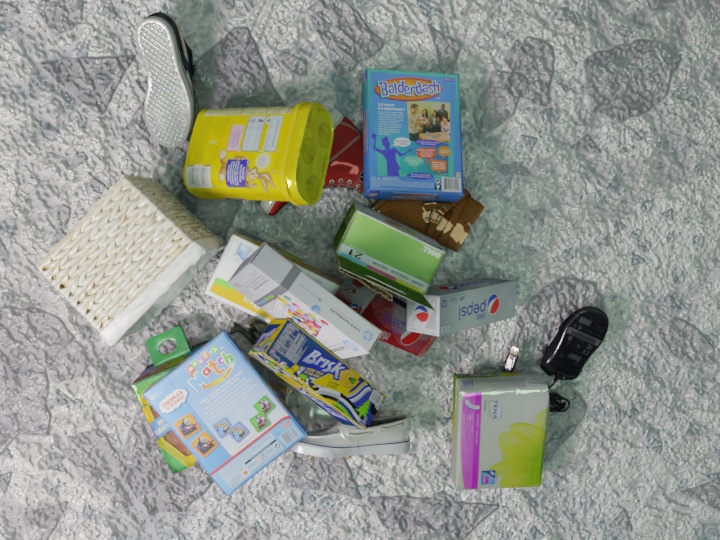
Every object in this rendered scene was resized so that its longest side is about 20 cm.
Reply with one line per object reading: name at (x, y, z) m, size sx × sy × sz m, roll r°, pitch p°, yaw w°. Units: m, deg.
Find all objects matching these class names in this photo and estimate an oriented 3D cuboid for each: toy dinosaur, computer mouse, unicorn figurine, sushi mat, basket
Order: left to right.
basket at (-0.335, -0.020, 1.113) m, size 0.161 × 0.198 × 0.200 m, roll 44°, pitch 93°, yaw -4°
toy dinosaur at (-0.155, 0.103, 1.179) m, size 0.088 × 0.200 × 0.048 m, roll 14°, pitch 74°, yaw 28°
unicorn figurine at (-0.061, 0.242, 1.235) m, size 0.200 × 0.074 × 0.138 m, roll 0°, pitch 97°, yaw -21°
sushi mat at (0.000, 0.000, 1.136) m, size 0.096 × 0.200 × 0.012 m, roll 32°, pitch 96°, yaw -9°
computer mouse at (0.320, 0.135, 1.259) m, size 0.140 × 0.046 × 0.200 m, roll 18°, pitch 107°, yaw -10°

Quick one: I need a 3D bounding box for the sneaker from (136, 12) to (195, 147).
sneaker at (-0.291, -0.294, 1.144) m, size 0.078 × 0.079 × 0.200 m, roll 3°, pitch 122°, yaw 1°

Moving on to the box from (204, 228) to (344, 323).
box at (-0.129, 0.025, 1.174) m, size 0.200 × 0.112 × 0.101 m, roll 26°, pitch 95°, yaw -8°

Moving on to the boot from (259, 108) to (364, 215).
boot at (-0.052, -0.136, 1.182) m, size 0.144 × 0.072 × 0.200 m, roll 42°, pitch 89°, yaw -10°

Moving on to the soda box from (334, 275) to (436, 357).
soda box at (0.042, 0.073, 1.160) m, size 0.200 × 0.070 × 0.063 m, roll 30°, pitch 95°, yaw -49°

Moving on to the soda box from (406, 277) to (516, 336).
soda box at (0.161, 0.054, 1.168) m, size 0.200 × 0.068 × 0.064 m, roll -9°, pitch 101°, yaw -44°

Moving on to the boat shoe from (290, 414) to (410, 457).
boat shoe at (-0.013, 0.256, 1.179) m, size 0.200 × 0.072 × 0.066 m, roll 3°, pitch 91°, yaw -16°

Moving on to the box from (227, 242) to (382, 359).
box at (-0.083, 0.050, 1.047) m, size 0.200 × 0.156 × 0.041 m, roll 37°, pitch 69°, yaw -11°

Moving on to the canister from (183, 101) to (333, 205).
canister at (-0.154, -0.174, 1.108) m, size 0.200 × 0.087 × 0.149 m, roll 4°, pitch 75°, yaw 25°

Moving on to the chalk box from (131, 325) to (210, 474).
chalk box at (-0.273, 0.191, 1.179) m, size 0.125 × 0.124 × 0.200 m, roll -24°, pitch 99°, yaw -2°

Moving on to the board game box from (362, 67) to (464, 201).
board game box at (0.080, -0.210, 1.157) m, size 0.152 × 0.045 × 0.200 m, roll 2°, pitch 79°, yaw -9°

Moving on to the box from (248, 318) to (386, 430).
box at (-0.062, 0.155, 1.100) m, size 0.200 × 0.070 × 0.064 m, roll 41°, pitch 68°, yaw -19°

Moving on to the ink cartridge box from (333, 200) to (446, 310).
ink cartridge box at (0.045, -0.024, 1.064) m, size 0.148 × 0.200 × 0.076 m, roll 25°, pitch 99°, yaw -9°

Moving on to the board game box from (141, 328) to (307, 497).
board game box at (-0.200, 0.211, 1.109) m, size 0.151 × 0.037 × 0.200 m, roll -37°, pitch 99°, yaw -2°

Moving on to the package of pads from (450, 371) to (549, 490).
package of pads at (0.232, 0.267, 1.238) m, size 0.154 × 0.068 × 0.200 m, roll -2°, pitch 110°, yaw -3°

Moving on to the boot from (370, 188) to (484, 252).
boot at (0.091, -0.073, 1.193) m, size 0.155 × 0.074 × 0.200 m, roll 36°, pitch 91°, yaw -4°
